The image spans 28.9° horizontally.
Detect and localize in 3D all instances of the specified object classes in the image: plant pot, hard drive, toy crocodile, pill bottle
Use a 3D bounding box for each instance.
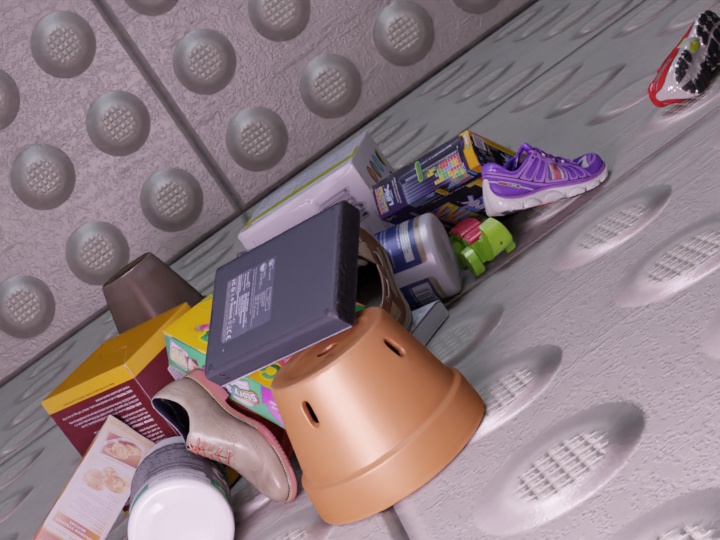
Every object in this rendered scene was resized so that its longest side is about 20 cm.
[{"bbox_3d":[-0.400,0.069,2.675,0.199,0.174,0.200,-34,12,8],"label":"plant pot"},{"bbox_3d":[-0.082,0.025,1.455,0.199,0.033,0.141,-26,48,38],"label":"hard drive"},{"bbox_3d":[0.152,-0.041,1.834,0.067,0.062,0.200,-35,11,-3],"label":"toy crocodile"},{"bbox_3d":[0.006,0.109,1.746,0.199,0.026,0.132,-26,15,42],"label":"hard drive"},{"bbox_3d":[0.005,0.131,1.383,0.199,0.141,0.200,-33,11,7],"label":"plant pot"},{"bbox_3d":[0.021,0.011,1.802,0.198,0.112,0.111,-21,15,16],"label":"pill bottle"},{"bbox_3d":[-0.197,0.253,1.530,0.113,0.114,0.200,-35,12,-1],"label":"pill bottle"}]

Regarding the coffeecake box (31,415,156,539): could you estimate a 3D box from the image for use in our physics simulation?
[{"bbox_3d":[-0.331,0.295,1.640,0.154,0.073,0.201,-52,9,46],"label":"coffeecake box"}]

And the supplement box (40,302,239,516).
[{"bbox_3d":[-0.250,0.182,1.743,0.196,0.201,0.133,-24,17,43],"label":"supplement box"}]

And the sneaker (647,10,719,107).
[{"bbox_3d":[0.456,-0.295,1.956,0.085,0.077,0.200,-29,12,49],"label":"sneaker"}]

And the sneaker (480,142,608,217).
[{"bbox_3d":[0.239,-0.128,1.800,0.198,0.085,0.080,-16,3,-34],"label":"sneaker"}]

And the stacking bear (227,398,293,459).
[{"bbox_3d":[-0.083,0.129,1.665,0.120,0.115,0.200,16,45,21],"label":"stacking bear"}]

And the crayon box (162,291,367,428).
[{"bbox_3d":[-0.094,0.081,1.596,0.199,0.059,0.172,24,44,29],"label":"crayon box"}]

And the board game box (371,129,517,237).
[{"bbox_3d":[0.138,-0.107,1.890,0.164,0.057,0.199,-30,-25,29],"label":"board game box"}]

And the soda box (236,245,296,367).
[{"bbox_3d":[-0.073,0.049,1.535,0.069,0.064,0.201,-15,39,-15],"label":"soda box"}]

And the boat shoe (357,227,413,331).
[{"bbox_3d":[0.000,0.000,1.703,0.075,0.072,0.201,-38,50,4],"label":"boat shoe"}]

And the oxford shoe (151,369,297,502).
[{"bbox_3d":[-0.149,0.191,1.515,0.074,0.199,0.071,-23,-42,-40],"label":"oxford shoe"}]

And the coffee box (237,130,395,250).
[{"bbox_3d":[-0.025,-0.049,2.018,0.199,0.201,0.198,-32,11,16],"label":"coffee box"}]
